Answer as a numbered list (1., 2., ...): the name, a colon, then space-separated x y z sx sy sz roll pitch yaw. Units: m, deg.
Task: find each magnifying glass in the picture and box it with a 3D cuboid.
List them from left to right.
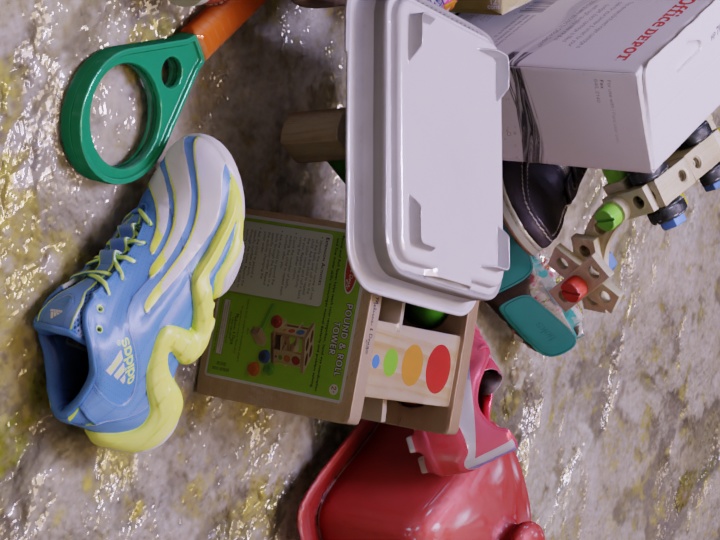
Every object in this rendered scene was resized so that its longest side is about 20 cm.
1. magnifying glass: -0.117 -0.127 1.199 0.200 0.022 0.080 -48 134 -37

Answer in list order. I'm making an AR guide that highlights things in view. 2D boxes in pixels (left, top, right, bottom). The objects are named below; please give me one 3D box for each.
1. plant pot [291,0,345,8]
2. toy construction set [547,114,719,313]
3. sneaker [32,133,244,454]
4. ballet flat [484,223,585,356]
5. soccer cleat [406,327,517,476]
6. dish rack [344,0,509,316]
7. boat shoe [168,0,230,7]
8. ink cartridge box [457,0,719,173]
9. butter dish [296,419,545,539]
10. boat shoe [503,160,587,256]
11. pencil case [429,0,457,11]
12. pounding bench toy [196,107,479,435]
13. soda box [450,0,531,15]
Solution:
1. plant pot: 0.011 -0.284 1.205 0.200 0.200 0.175 -19 83 -53
2. toy construction set: 0.209 -0.059 1.460 0.092 0.131 0.200 49 54 -19
3. sneaker: -0.133 0.009 1.153 0.105 0.076 0.201 17 84 -56
4. ballet flat: 0.119 -0.004 1.548 0.200 0.075 0.064 55 22 -45
5. soccer cleat: 0.065 0.057 1.402 0.067 0.076 0.201 64 16 -52
6. dish rack: 0.050 -0.078 1.237 0.171 0.043 0.201 16 72 -58
7. boat shoe: -0.087 -0.259 1.163 0.062 0.071 0.201 -19 116 -51
8. ink cartridge box: 0.154 -0.145 1.434 0.146 0.199 0.086 -41 129 -44
9. butter dish: 0.068 0.193 1.431 0.200 0.147 0.200 -49 134 -38
10. boat shoe: 0.144 -0.088 1.496 0.072 0.065 0.200 53 27 -23
11. pencil case: 0.059 -0.263 1.371 0.200 0.087 0.088 -61 141 -25
12. pounding bench toy: 0.000 0.000 1.306 0.156 0.124 0.201 12 87 -57
13. soda box: 0.130 -0.254 1.498 0.200 0.064 0.068 -32 123 -50
